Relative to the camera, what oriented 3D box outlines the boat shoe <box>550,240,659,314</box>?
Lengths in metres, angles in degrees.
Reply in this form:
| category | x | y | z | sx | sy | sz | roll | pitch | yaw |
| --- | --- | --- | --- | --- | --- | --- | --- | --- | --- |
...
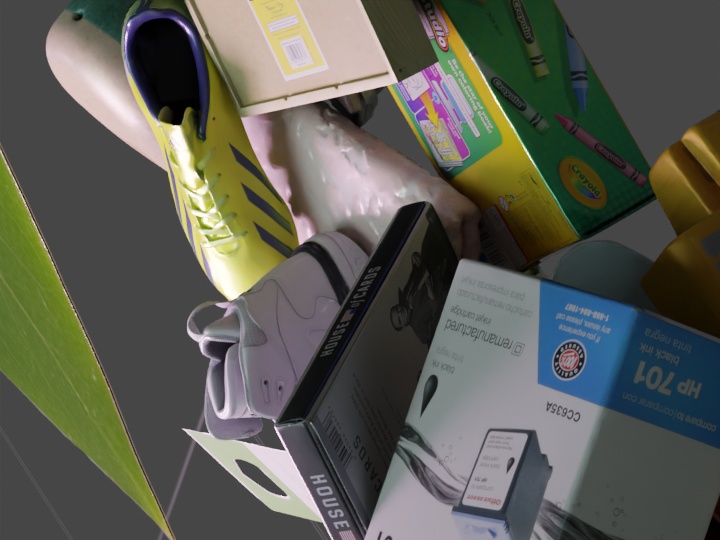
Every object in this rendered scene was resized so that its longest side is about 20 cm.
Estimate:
| category | x | y | z | sx | sy | sz | roll | pitch | yaw |
| --- | --- | --- | --- | --- | --- | --- | --- | --- | --- |
| boat shoe | 0.187 | 0.057 | 1.218 | 0.200 | 0.071 | 0.091 | 38 | 179 | 22 |

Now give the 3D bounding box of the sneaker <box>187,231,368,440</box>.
| category | x | y | z | sx | sy | sz | roll | pitch | yaw |
| --- | --- | --- | --- | --- | --- | --- | --- | --- | --- |
| sneaker | -0.016 | 0.086 | 1.338 | 0.201 | 0.115 | 0.075 | 63 | 151 | 5 |

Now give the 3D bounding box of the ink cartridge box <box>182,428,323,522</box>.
| category | x | y | z | sx | sy | sz | roll | pitch | yaw |
| --- | --- | --- | --- | --- | --- | --- | --- | --- | --- |
| ink cartridge box | 0.001 | 0.135 | 1.598 | 0.199 | 0.048 | 0.146 | 14 | 159 | 32 |

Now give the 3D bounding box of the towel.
| category | x | y | z | sx | sy | sz | roll | pitch | yaw |
| --- | --- | --- | --- | --- | --- | --- | --- | --- | --- |
| towel | 0.000 | 0.000 | 1.399 | 0.200 | 0.032 | 0.192 | 35 | 138 | 41 |

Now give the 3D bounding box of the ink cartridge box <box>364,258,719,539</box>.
| category | x | y | z | sx | sy | sz | roll | pitch | yaw |
| --- | --- | --- | --- | --- | --- | --- | --- | --- | --- |
| ink cartridge box | 0.082 | 0.110 | 1.103 | 0.086 | 0.201 | 0.146 | 22 | 177 | -32 |

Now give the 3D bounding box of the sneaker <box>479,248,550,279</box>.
| category | x | y | z | sx | sy | sz | roll | pitch | yaw |
| --- | --- | --- | --- | --- | --- | --- | --- | --- | --- |
| sneaker | 0.091 | 0.025 | 1.366 | 0.200 | 0.079 | 0.131 | 17 | 135 | 60 |

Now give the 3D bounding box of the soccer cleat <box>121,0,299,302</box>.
| category | x | y | z | sx | sy | sz | roll | pitch | yaw |
| --- | --- | --- | --- | --- | --- | --- | --- | --- | --- |
| soccer cleat | -0.090 | -0.063 | 1.375 | 0.084 | 0.064 | 0.201 | -39 | -70 | -76 |

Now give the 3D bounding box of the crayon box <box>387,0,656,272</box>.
| category | x | y | z | sx | sy | sz | roll | pitch | yaw |
| --- | --- | --- | --- | --- | --- | --- | --- | --- | --- |
| crayon box | 0.067 | -0.102 | 1.278 | 0.201 | 0.058 | 0.119 | 60 | 160 | 1 |

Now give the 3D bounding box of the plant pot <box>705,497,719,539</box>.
| category | x | y | z | sx | sy | sz | roll | pitch | yaw |
| --- | --- | --- | --- | --- | --- | --- | --- | --- | --- |
| plant pot | 0.153 | 0.197 | 1.252 | 0.200 | 0.182 | 0.200 | 46 | 177 | 3 |

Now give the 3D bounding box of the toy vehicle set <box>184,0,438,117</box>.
| category | x | y | z | sx | sy | sz | roll | pitch | yaw |
| --- | --- | --- | --- | --- | --- | --- | --- | --- | --- |
| toy vehicle set | -0.040 | -0.149 | 1.262 | 0.200 | 0.026 | 0.125 | -3 | 114 | 64 |

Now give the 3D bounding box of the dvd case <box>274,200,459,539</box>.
| category | x | y | z | sx | sy | sz | roll | pitch | yaw |
| --- | --- | --- | --- | --- | --- | --- | --- | --- | --- |
| dvd case | 0.028 | 0.079 | 1.229 | 0.025 | 0.200 | 0.151 | -12 | 117 | 29 |

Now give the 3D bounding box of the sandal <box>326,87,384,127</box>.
| category | x | y | z | sx | sy | sz | roll | pitch | yaw |
| --- | --- | --- | --- | --- | --- | --- | --- | --- | --- |
| sandal | -0.007 | -0.128 | 1.402 | 0.080 | 0.057 | 0.201 | 44 | 179 | -7 |

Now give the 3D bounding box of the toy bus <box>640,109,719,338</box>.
| category | x | y | z | sx | sy | sz | roll | pitch | yaw |
| --- | --- | --- | --- | --- | --- | --- | --- | --- | --- |
| toy bus | 0.197 | 0.027 | 1.117 | 0.200 | 0.078 | 0.065 | 55 | 159 | 12 |

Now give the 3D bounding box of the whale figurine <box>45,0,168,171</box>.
| category | x | y | z | sx | sy | sz | roll | pitch | yaw |
| --- | --- | --- | --- | --- | --- | --- | --- | --- | --- |
| whale figurine | -0.125 | -0.126 | 1.679 | 0.200 | 0.104 | 0.159 | 44 | 171 | -37 |
